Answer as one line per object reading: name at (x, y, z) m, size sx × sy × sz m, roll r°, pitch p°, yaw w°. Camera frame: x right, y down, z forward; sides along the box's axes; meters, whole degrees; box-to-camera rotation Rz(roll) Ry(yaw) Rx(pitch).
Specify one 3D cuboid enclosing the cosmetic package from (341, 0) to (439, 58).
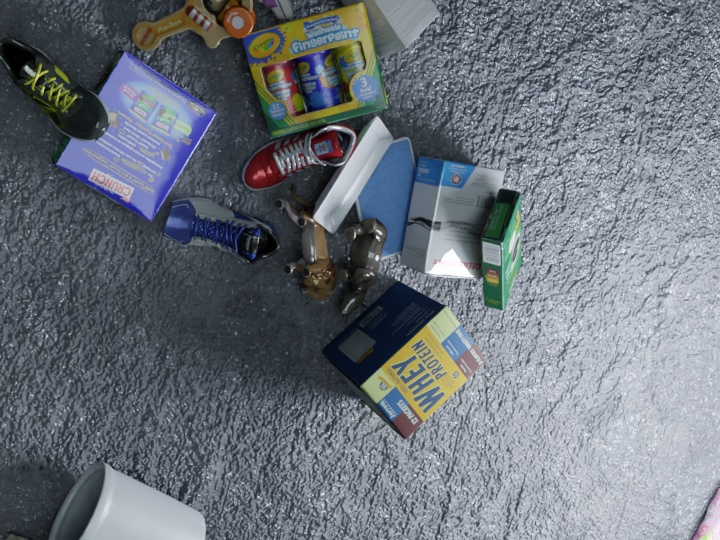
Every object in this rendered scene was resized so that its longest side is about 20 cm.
cosmetic package at (0.028, -0.466, 1.399) m, size 0.107 × 0.090 × 0.200 m, roll -47°, pitch 111°, yaw -24°

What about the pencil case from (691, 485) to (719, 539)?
pencil case at (0.828, 0.586, 1.960) m, size 0.087 × 0.087 × 0.201 m, roll 31°, pitch 88°, yaw -24°

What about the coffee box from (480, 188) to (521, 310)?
coffee box at (0.254, -0.034, 1.537) m, size 0.201 × 0.044 × 0.124 m, roll 75°, pitch 33°, yaw -52°

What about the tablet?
tablet at (0.051, -0.127, 1.531) m, size 0.129 × 0.014 × 0.202 m, roll -20°, pitch 109°, yaw -17°

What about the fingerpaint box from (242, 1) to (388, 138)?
fingerpaint box at (-0.070, -0.321, 1.368) m, size 0.198 × 0.073 × 0.168 m, roll -13°, pitch 107°, yaw 6°

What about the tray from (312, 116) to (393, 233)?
tray at (-0.017, -0.163, 1.451) m, size 0.022 × 0.107 × 0.201 m, roll 32°, pitch 88°, yaw 20°

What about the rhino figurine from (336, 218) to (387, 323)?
rhino figurine at (0.000, 0.000, 1.495) m, size 0.059 × 0.087 × 0.202 m, roll 18°, pitch 105°, yaw 20°

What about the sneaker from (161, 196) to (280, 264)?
sneaker at (-0.213, -0.064, 1.381) m, size 0.198 × 0.115 × 0.081 m, roll 12°, pitch 96°, yaw -24°

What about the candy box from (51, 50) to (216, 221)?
candy box at (-0.349, -0.206, 1.317) m, size 0.168 × 0.077 × 0.201 m, roll 33°, pitch 87°, yaw -25°

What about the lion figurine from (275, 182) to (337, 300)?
lion figurine at (-0.084, -0.047, 1.458) m, size 0.122 × 0.072 × 0.202 m, roll -7°, pitch 98°, yaw -62°

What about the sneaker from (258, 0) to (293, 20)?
sneaker at (-0.195, -0.462, 1.340) m, size 0.114 × 0.073 × 0.201 m, roll -32°, pitch 118°, yaw 8°

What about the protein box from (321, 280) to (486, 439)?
protein box at (0.071, 0.150, 1.495) m, size 0.198 × 0.200 × 0.135 m, roll -42°, pitch 113°, yaw -9°

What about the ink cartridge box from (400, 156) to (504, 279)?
ink cartridge box at (0.164, -0.094, 1.534) m, size 0.144 × 0.084 × 0.202 m, roll 5°, pitch 99°, yaw -33°

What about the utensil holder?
utensil holder at (-0.379, 0.432, 1.395) m, size 0.199 × 0.170 × 0.171 m, roll 34°, pitch 88°, yaw -27°

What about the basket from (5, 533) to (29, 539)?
basket at (-0.507, 0.553, 1.350) m, size 0.199 × 0.198 × 0.162 m, roll 32°, pitch 87°, yaw -24°

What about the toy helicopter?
toy helicopter at (-0.262, -0.398, 1.300) m, size 0.198 × 0.079 × 0.133 m, roll -21°, pitch 113°, yaw 7°

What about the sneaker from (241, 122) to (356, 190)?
sneaker at (-0.098, -0.188, 1.402) m, size 0.199 × 0.112 × 0.072 m, roll -31°, pitch 111°, yaw -14°

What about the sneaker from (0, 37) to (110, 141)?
sneaker at (-0.446, -0.257, 1.219) m, size 0.200 × 0.085 × 0.075 m, roll 38°, pitch 91°, yaw 10°
